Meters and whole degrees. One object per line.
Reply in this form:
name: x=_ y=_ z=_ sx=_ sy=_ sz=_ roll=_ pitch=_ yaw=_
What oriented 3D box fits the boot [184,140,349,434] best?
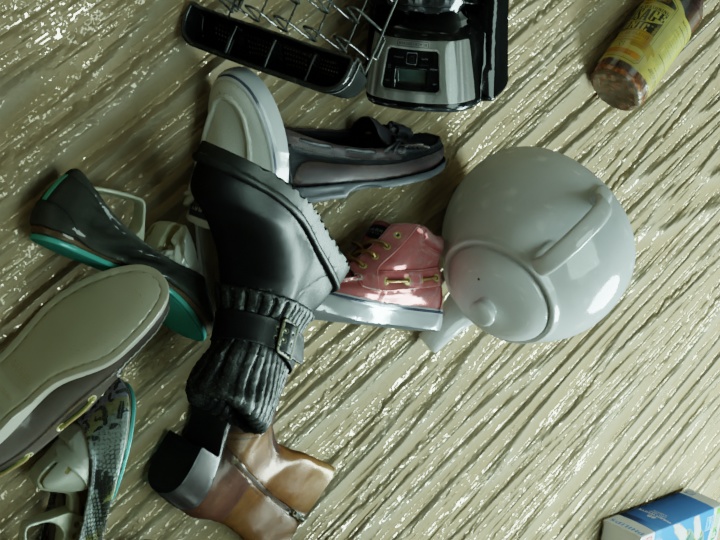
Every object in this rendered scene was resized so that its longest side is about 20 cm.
boot: x=-0.090 y=0.019 z=1.173 sx=0.159 sy=0.079 sz=0.211 roll=-59 pitch=144 yaw=-16

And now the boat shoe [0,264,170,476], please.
boat shoe: x=-0.214 y=0.074 z=1.141 sx=0.200 sy=0.072 sz=0.060 roll=-40 pitch=150 yaw=-9

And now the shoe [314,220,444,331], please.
shoe: x=0.000 y=0.000 z=1.396 sx=0.199 sy=0.071 sz=0.092 roll=9 pitch=84 yaw=-46

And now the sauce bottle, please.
sauce bottle: x=0.313 y=-0.255 z=1.659 sx=0.201 sy=0.066 sz=0.066 roll=-54 pitch=139 yaw=-23

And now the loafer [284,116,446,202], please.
loafer: x=0.001 y=-0.102 z=1.348 sx=0.199 sy=0.071 sz=0.064 roll=-16 pitch=113 yaw=-42

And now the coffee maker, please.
coffee maker: x=0.076 y=-0.246 z=1.323 sx=0.191 sy=0.134 sz=0.202 roll=-22 pitch=122 yaw=-44

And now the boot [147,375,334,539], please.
boot: x=-0.069 y=0.147 z=1.369 sx=0.200 sy=0.068 sz=0.190 roll=41 pitch=73 yaw=-51

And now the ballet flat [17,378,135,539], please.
ballet flat: x=-0.220 y=0.178 z=1.205 sx=0.072 sy=0.072 sz=0.203 roll=5 pitch=100 yaw=-50

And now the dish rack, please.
dish rack: x=-0.030 y=-0.234 z=1.193 sx=0.202 sy=0.152 sz=0.054 roll=-67 pitch=155 yaw=-4

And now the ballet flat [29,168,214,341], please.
ballet flat: x=-0.163 y=-0.014 z=1.193 sx=0.200 sy=0.067 sz=0.069 roll=40 pitch=66 yaw=-50

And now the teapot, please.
teapot: x=0.148 y=-0.006 z=1.457 sx=0.146 sy=0.196 sz=0.202 roll=-47 pitch=140 yaw=-35

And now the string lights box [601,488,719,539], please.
string lights box: x=0.367 y=0.345 z=1.980 sx=0.199 sy=0.059 sz=0.104 roll=-8 pitch=113 yaw=-48

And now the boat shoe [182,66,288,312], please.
boat shoe: x=-0.103 y=-0.056 z=1.245 sx=0.070 sy=0.070 sz=0.202 roll=-30 pitch=133 yaw=-42
